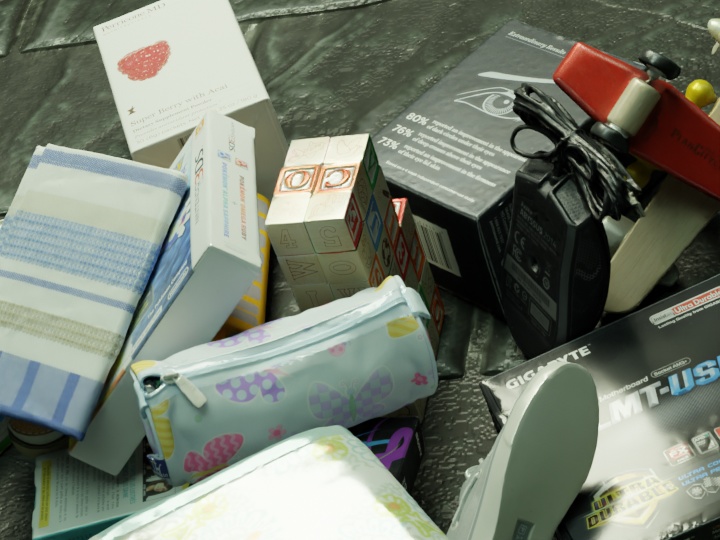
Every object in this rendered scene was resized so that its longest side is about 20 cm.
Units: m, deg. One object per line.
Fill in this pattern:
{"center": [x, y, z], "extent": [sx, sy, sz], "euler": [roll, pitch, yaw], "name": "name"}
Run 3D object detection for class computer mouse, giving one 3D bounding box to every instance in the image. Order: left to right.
{"center": [0.146, -0.021, 1.412], "extent": [0.053, 0.201, 0.139], "euler": [-15, 44, -24], "name": "computer mouse"}

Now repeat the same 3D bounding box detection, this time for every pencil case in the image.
{"center": [-0.050, 0.069, 1.326], "extent": [0.199, 0.091, 0.083], "euler": [-18, 41, -7], "name": "pencil case"}

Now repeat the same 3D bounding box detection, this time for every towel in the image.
{"center": [-0.205, 0.011, 1.415], "extent": [0.146, 0.024, 0.201], "euler": [11, 75, 36], "name": "towel"}
{"center": [-0.053, 0.183, 1.208], "extent": [0.199, 0.048, 0.171], "euler": [-26, 40, -16], "name": "towel"}

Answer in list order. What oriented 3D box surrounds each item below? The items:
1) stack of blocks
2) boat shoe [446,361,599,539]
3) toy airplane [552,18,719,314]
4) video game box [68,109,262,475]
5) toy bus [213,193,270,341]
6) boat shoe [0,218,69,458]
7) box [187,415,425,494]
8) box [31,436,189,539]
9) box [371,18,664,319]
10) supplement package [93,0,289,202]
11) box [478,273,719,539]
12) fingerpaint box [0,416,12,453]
{"center": [0.000, 0.000, 1.430], "extent": [0.058, 0.200, 0.115], "euler": [-4, 43, 18], "name": "stack of blocks"}
{"center": [0.090, 0.151, 1.287], "extent": [0.068, 0.072, 0.201], "euler": [10, 83, 54], "name": "boat shoe"}
{"center": [0.244, -0.083, 1.465], "extent": [0.199, 0.200, 0.141], "euler": [-13, 12, -6], "name": "toy airplane"}
{"center": [-0.137, 0.012, 1.427], "extent": [0.200, 0.047, 0.182], "euler": [-54, 20, 26], "name": "video game box"}
{"center": [-0.115, 0.017, 1.546], "extent": [0.065, 0.078, 0.200], "euler": [-51, 24, 35], "name": "toy bus"}
{"center": [-0.242, 0.035, 1.494], "extent": [0.074, 0.069, 0.201], "euler": [-14, 56, -9], "name": "boat shoe"}
{"center": [-0.049, 0.167, 1.298], "extent": [0.142, 0.036, 0.200], "euler": [0, 38, 19], "name": "box"}
{"center": [-0.128, 0.150, 1.431], "extent": [0.199, 0.049, 0.082], "euler": [-14, 41, 7], "name": "box"}
{"center": [0.114, -0.081, 1.550], "extent": [0.200, 0.105, 0.148], "euler": [-40, 43, -23], "name": "box"}
{"center": [-0.134, -0.129, 1.693], "extent": [0.121, 0.120, 0.200], "euler": [-22, 39, -1], "name": "supplement package"}
{"center": [0.204, 0.108, 1.345], "extent": [0.199, 0.050, 0.199], "euler": [-23, 41, -3], "name": "box"}
{"center": [-0.318, 0.067, 1.583], "extent": [0.167, 0.074, 0.200], "euler": [21, 55, 38], "name": "fingerpaint box"}
